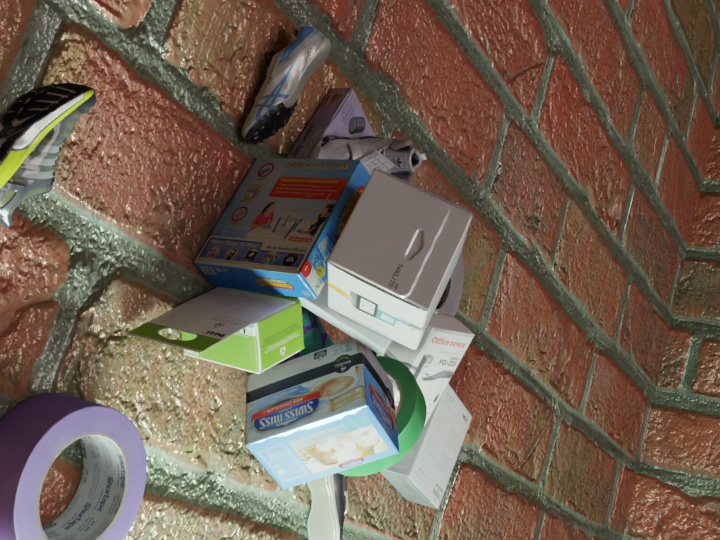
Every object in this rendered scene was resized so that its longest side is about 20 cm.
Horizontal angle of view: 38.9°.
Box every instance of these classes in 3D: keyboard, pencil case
[{"bbox_3d":[-0.044,-0.122,1.523,0.056,0.198,0.011,35,35,-48],"label":"keyboard"},{"bbox_3d":[-0.084,0.127,1.588,0.201,0.084,0.093,60,33,-42],"label":"pencil case"}]

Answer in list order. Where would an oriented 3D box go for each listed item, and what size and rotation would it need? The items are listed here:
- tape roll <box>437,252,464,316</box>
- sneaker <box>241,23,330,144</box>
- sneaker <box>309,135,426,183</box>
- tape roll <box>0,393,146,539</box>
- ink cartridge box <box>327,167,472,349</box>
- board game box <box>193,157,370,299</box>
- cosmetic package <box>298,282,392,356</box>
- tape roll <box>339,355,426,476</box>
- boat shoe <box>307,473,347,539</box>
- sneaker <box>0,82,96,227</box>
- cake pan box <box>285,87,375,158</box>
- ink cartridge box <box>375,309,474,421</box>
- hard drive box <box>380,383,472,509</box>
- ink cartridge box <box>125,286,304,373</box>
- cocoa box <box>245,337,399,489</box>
[{"bbox_3d":[0.118,0.017,1.884,0.199,0.065,0.204,-15,108,-55],"label":"tape roll"},{"bbox_3d":[-0.119,-0.271,1.489,0.202,0.072,0.072,-58,168,-14],"label":"sneaker"},{"bbox_3d":[0.014,-0.169,1.560,0.199,0.113,0.077,-18,111,-52],"label":"sneaker"},{"bbox_3d":[-0.354,0.253,1.212,0.199,0.084,0.204,-17,111,-53],"label":"tape roll"},{"bbox_3d":[0.048,-0.011,1.364,0.148,0.144,0.200,-63,173,-17],"label":"ink cartridge box"},{"bbox_3d":[-0.105,-0.064,1.416,0.056,0.198,0.198,54,54,-41],"label":"board game box"},{"bbox_3d":[0.022,-0.001,1.491,0.201,0.149,0.052,-57,173,-16],"label":"cosmetic package"},{"bbox_3d":[0.007,0.231,1.640,0.202,0.198,0.048,-59,138,-30],"label":"tape roll"},{"bbox_3d":[-0.051,0.390,1.706,0.060,0.073,0.204,-14,100,-49],"label":"boat shoe"},{"bbox_3d":[-0.366,-0.134,1.141,0.201,0.073,0.082,-52,142,-27],"label":"sneaker"},{"bbox_3d":[-0.037,-0.157,1.633,0.202,0.052,0.185,-61,139,-28],"label":"cake pan box"},{"bbox_3d":[0.095,0.169,1.797,0.145,0.084,0.202,12,108,-52],"label":"ink cartridge box"},{"bbox_3d":[0.125,0.326,1.946,0.156,0.076,0.202,54,54,-46],"label":"hard drive box"},{"bbox_3d":[-0.192,0.092,1.366,0.199,0.146,0.077,-28,120,-49],"label":"ink cartridge box"},{"bbox_3d":[-0.058,0.214,1.512,0.133,0.197,0.134,-96,161,-46],"label":"cocoa box"}]
